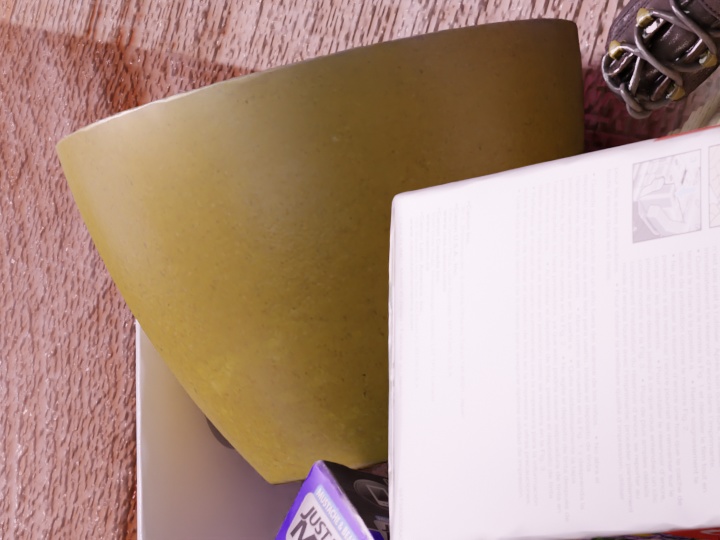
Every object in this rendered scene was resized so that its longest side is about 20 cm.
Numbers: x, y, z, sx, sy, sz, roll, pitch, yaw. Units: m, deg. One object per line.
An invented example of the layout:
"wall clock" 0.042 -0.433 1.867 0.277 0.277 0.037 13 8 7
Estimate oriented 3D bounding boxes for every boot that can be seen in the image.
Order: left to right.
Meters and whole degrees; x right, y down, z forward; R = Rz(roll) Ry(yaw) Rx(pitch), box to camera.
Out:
"boot" 0.140 -0.110 0.920 0.174 0.069 0.200 -47 1 33

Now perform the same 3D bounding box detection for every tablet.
"tablet" -0.045 0.066 1.128 0.014 0.130 0.200 -23 55 30

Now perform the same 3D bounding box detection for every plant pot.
"plant pot" 0.000 0.000 1.056 0.200 0.200 0.142 -16 87 55

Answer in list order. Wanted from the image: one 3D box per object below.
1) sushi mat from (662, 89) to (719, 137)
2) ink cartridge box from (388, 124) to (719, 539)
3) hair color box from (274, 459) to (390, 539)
"sushi mat" 0.106 -0.031 0.925 0.096 0.012 0.200 -48 2 30
"ink cartridge box" 0.091 0.020 0.776 0.200 0.050 0.109 -11 75 46
"hair color box" -0.004 0.175 1.025 0.200 0.109 0.065 -64 32 17
